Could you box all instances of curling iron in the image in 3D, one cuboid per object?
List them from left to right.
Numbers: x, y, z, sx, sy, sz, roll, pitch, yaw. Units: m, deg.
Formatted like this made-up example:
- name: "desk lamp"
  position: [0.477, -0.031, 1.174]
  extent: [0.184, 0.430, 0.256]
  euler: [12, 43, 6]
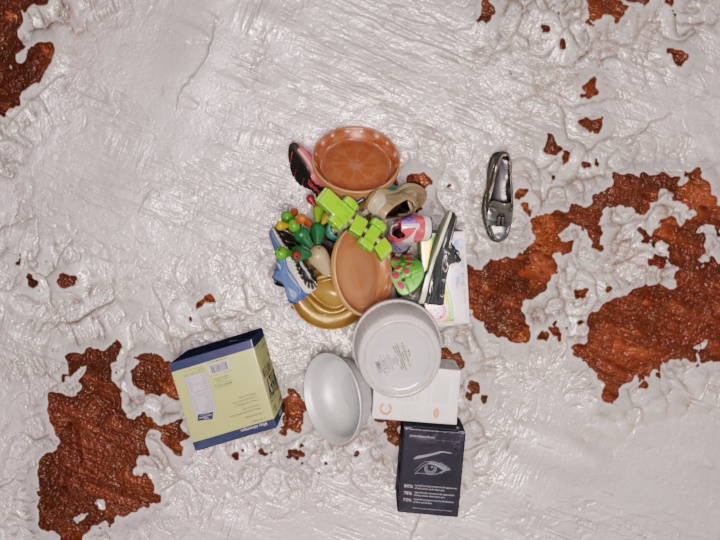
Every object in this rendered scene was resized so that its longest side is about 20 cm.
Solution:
- name: "curling iron"
  position: [-0.096, -0.069, 1.328]
  extent: [0.196, 0.050, 0.026]
  euler: [27, 77, 3]

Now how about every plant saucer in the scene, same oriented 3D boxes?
- name: "plant saucer"
  position: [-0.010, -0.237, 1.274]
  extent: [0.194, 0.033, 0.205]
  euler: [1, 54, -2]
- name: "plant saucer"
  position: [0.000, 0.000, 1.291]
  extent: [0.037, 0.198, 0.206]
  euler: [-6, 97, 41]

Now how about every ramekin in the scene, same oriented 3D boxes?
- name: "ramekin"
  position: [0.079, 0.169, 1.219]
  extent: [0.194, 0.105, 0.206]
  euler: [0, 101, -1]

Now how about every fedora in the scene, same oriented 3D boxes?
- name: "fedora"
  position: [-0.073, 0.046, 1.326]
  extent: [0.194, 0.082, 0.207]
  euler: [0, 95, 1]

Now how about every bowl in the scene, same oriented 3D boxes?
- name: "bowl"
  position: [-0.037, 0.283, 1.325]
  extent: [0.198, 0.089, 0.208]
  euler: [6, 99, 45]

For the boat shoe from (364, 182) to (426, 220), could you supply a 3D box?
- name: "boat shoe"
  position: [0.090, -0.140, 1.261]
  extent: [0.064, 0.198, 0.072]
  euler: [42, 125, 25]

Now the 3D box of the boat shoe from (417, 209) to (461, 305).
- name: "boat shoe"
  position: [0.177, -0.021, 1.210]
  extent: [0.064, 0.075, 0.205]
  euler: [16, 96, -1]

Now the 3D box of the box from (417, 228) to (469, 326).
- name: "box"
  position: [0.184, 0.014, 1.307]
  extent: [0.098, 0.113, 0.206]
  euler: [-4, 96, 1]

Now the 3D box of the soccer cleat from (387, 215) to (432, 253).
- name: "soccer cleat"
  position: [0.087, -0.080, 1.256]
  extent: [0.071, 0.199, 0.070]
  euler: [2, 83, -18]

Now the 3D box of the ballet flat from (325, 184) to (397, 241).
- name: "ballet flat"
  position: [0.007, -0.128, 1.316]
  extent: [0.197, 0.070, 0.068]
  euler: [-32, 94, 3]

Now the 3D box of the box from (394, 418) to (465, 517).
- name: "box"
  position: [0.160, 0.448, 1.350]
  extent: [0.143, 0.104, 0.206]
  euler: [6, 95, 0]

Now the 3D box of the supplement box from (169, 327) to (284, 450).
- name: "supplement box"
  position: [-0.297, 0.266, 1.323]
  extent: [0.195, 0.134, 0.205]
  euler: [-16, 95, 2]

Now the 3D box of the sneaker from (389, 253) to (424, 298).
- name: "sneaker"
  position: [0.106, 0.022, 1.265]
  extent: [0.075, 0.200, 0.086]
  euler: [-14, 104, 6]

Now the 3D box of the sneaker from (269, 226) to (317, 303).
- name: "sneaker"
  position: [-0.170, -0.013, 1.293]
  extent: [0.089, 0.078, 0.203]
  euler: [-43, 52, 21]

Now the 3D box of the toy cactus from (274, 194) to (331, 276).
- name: "toy cactus"
  position: [-0.106, -0.066, 1.247]
  extent: [0.101, 0.201, 0.166]
  euler: [-28, 109, 28]

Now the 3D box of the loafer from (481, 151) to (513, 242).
- name: "loafer"
  position: [0.313, -0.166, 1.313]
  extent: [0.070, 0.063, 0.206]
  euler: [0, 95, 1]

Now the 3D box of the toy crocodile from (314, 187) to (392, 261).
- name: "toy crocodile"
  position: [-0.011, -0.096, 1.224]
  extent: [0.198, 0.062, 0.068]
  euler: [37, 77, -10]

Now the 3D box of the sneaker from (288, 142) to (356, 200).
- name: "sneaker"
  position: [-0.086, -0.216, 1.321]
  extent: [0.086, 0.074, 0.201]
  euler: [-37, 81, -33]

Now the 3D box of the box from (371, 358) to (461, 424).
- name: "box"
  position: [0.124, 0.272, 1.338]
  extent: [0.194, 0.098, 0.128]
  euler: [5, 96, 0]
